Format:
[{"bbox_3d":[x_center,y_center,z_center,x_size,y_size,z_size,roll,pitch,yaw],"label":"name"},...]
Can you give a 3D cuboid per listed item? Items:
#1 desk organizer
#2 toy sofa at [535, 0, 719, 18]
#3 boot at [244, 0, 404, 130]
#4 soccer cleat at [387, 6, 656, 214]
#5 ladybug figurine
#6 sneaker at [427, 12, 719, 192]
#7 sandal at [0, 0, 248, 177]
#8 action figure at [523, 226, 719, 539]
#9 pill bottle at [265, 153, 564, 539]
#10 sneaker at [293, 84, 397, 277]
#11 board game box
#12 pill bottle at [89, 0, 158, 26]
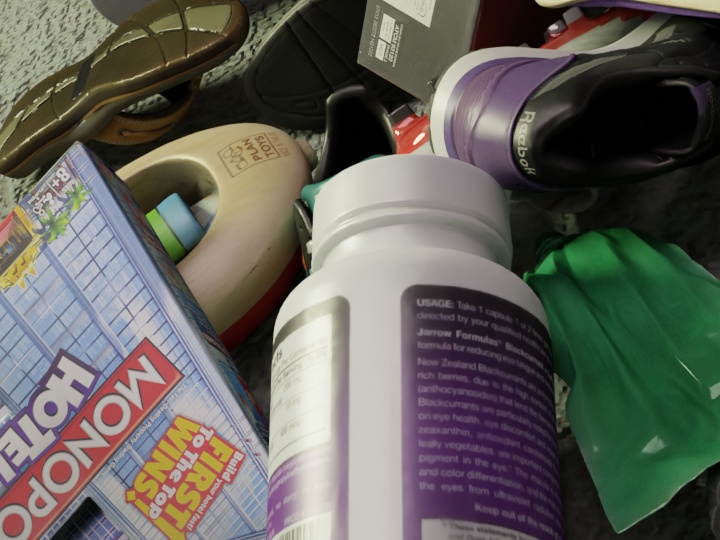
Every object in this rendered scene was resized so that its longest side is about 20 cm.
[{"bbox_3d":[0.063,-0.185,0.751,0.071,0.202,0.077,33,39,32],"label":"desk organizer"},{"bbox_3d":[0.172,-0.148,0.662,0.199,0.082,0.099,16,101,43],"label":"toy sofa"},{"bbox_3d":[0.024,-0.175,0.888,0.203,0.073,0.154,-37,22,21],"label":"boot"},{"bbox_3d":[0.099,-0.075,0.737,0.199,0.086,0.068,-30,-1,-36],"label":"soccer cleat"},{"bbox_3d":[-0.099,0.005,0.782,0.199,0.072,0.136,-34,42,-1],"label":"ladybug figurine"},{"bbox_3d":[0.133,-0.067,0.659,0.198,0.077,0.087,-18,20,-27],"label":"sneaker"},{"bbox_3d":[-0.137,-0.101,0.919,0.199,0.055,0.082,-29,34,27],"label":"sandal"},{"bbox_3d":[0.116,0.030,0.629,0.117,0.055,0.200,-24,30,-5],"label":"action figure"},{"bbox_3d":[0.020,0.062,0.591,0.110,0.111,0.202,-12,58,22],"label":"pill bottle"},{"bbox_3d":[0.000,0.000,0.716,0.071,0.080,0.202,-17,46,17],"label":"sneaker"},{"bbox_3d":[-0.115,0.086,0.671,0.200,0.062,0.200,41,87,20],"label":"board game box"},{"bbox_3d":[-0.146,-0.246,1.024,0.111,0.112,0.201,-24,42,10],"label":"pill bottle"}]
